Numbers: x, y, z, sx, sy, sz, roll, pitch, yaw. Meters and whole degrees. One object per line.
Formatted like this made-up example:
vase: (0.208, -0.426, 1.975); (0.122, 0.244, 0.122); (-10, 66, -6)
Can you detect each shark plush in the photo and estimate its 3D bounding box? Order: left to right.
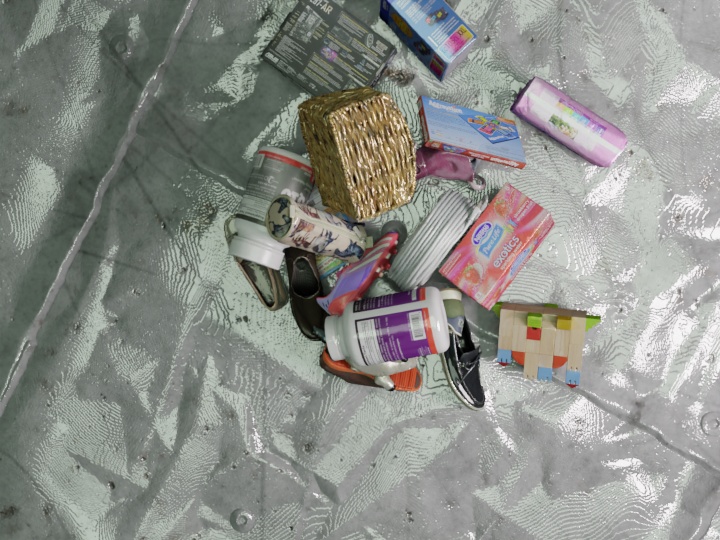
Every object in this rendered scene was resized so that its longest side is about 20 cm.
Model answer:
shark plush: (0.006, 0.151, 1.407); (0.199, 0.083, 0.091); (9, 128, 6)

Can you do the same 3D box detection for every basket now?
basket: (-0.001, -0.204, 1.301); (0.142, 0.149, 0.201); (-25, 115, -19)

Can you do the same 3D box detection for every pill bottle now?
pill bottle: (-0.157, -0.109, 1.378); (0.113, 0.114, 0.201); (18, 87, 3)
pill bottle: (0.045, 0.098, 1.303); (0.199, 0.112, 0.113); (-11, 94, 10)

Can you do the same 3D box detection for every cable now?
cable: (0.126, -0.049, 1.348); (0.069, 0.200, 0.200); (39, 73, 5)

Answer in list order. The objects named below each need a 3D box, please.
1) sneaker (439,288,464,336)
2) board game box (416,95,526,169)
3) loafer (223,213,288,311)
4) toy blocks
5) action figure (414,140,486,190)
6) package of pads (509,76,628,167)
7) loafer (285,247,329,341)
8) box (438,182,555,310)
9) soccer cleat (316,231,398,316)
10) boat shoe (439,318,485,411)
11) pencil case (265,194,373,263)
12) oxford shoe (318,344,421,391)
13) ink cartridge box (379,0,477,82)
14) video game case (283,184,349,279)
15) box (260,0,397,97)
sneaker: (0.098, 0.104, 1.392); (0.199, 0.067, 0.090); (-21, 62, 26)
board game box: (0.194, -0.240, 1.345); (0.199, 0.019, 0.103); (9, 56, -24)
loafer: (-0.197, -0.016, 1.444); (0.072, 0.063, 0.201); (-28, 92, 7)
toy blocks: (0.328, 0.138, 1.409); (0.199, 0.100, 0.138); (6, 104, 15)
action figure: (0.108, -0.194, 1.402); (0.199, 0.134, 0.149); (-24, 119, 5)
package of pads: (0.363, -0.259, 1.352); (0.199, 0.121, 0.076); (33, 102, 1)
loafer: (-0.102, 0.047, 1.422); (0.073, 0.071, 0.201); (-13, 110, 1)
box: (0.244, -0.042, 1.376); (0.103, 0.095, 0.200); (39, 95, 22)
soccer cleat: (0.000, 0.000, 1.405); (0.076, 0.067, 0.201); (29, 71, 15)
boat shoe: (0.190, 0.163, 1.420); (0.062, 0.074, 0.201); (-20, 89, 40)
pencil case: (-0.073, -0.070, 1.328); (0.089, 0.199, 0.078); (-22, 64, 38)
oxford shoe: (0.018, 0.186, 1.453); (0.199, 0.073, 0.072); (21, 57, -10)
ink cartridge box: (0.104, -0.439, 1.348); (0.076, 0.136, 0.200); (-42, 91, 1)
video game case: (-0.099, -0.086, 1.454); (0.143, 0.018, 0.201); (-30, 92, 6)
box: (-0.058, -0.396, 1.411); (0.200, 0.044, 0.161); (35, 96, 1)
